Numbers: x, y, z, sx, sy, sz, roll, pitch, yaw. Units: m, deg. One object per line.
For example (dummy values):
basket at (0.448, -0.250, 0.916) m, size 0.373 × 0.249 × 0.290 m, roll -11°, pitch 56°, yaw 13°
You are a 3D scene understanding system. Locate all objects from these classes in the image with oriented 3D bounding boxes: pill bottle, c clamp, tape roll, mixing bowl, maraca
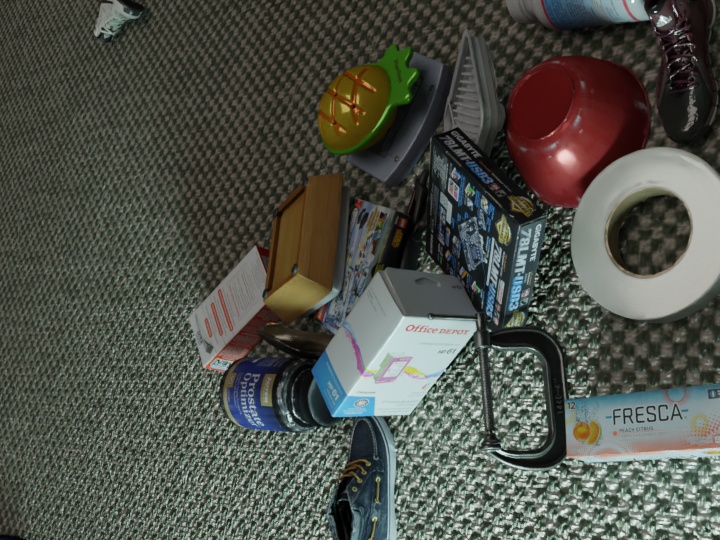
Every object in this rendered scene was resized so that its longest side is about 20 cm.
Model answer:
pill bottle at (-0.117, 0.190, 1.366) m, size 0.197 × 0.111 × 0.114 m, roll -5°, pitch 72°, yaw 43°
c clamp at (0.175, 0.145, 1.086) m, size 0.027 × 0.167 × 0.204 m, roll 119°, pitch 145°, yaw -69°
tape roll at (0.342, -0.041, 1.042) m, size 0.200 × 0.037 × 0.208 m, roll -10°, pitch 74°, yaw 38°
mixing bowl at (0.256, -0.194, 1.140) m, size 0.198 × 0.107 × 0.205 m, roll -17°, pitch 64°, yaw 40°
pill bottle at (0.292, -0.375, 1.164) m, size 0.198 × 0.108 × 0.111 m, roll 7°, pitch 81°, yaw 44°
maraca at (0.011, -0.257, 1.349) m, size 0.199 × 0.106 × 0.139 m, roll -35°, pitch 54°, yaw 30°

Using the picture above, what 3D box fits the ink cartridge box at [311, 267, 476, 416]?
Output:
ink cartridge box at (0.046, 0.100, 1.186) m, size 0.202 × 0.142 × 0.085 m, roll -57°, pitch 45°, yaw 32°

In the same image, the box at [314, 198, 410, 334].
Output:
box at (0.000, 0.000, 1.336) m, size 0.137 × 0.039 × 0.204 m, roll 26°, pitch 97°, yaw 64°

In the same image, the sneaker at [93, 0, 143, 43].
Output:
sneaker at (-0.575, -0.589, 2.114) m, size 0.200 × 0.074 × 0.118 m, roll 36°, pitch 110°, yaw 52°

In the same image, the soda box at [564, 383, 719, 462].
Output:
soda box at (0.325, 0.170, 0.980) m, size 0.197 × 0.063 × 0.070 m, roll -13°, pitch 67°, yaw 40°

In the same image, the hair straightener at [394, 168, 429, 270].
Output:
hair straightener at (0.093, -0.062, 1.307) m, size 0.076 × 0.041 × 0.204 m, roll 17°, pitch 84°, yaw 45°

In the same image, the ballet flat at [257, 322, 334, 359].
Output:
ballet flat at (-0.086, 0.110, 1.400) m, size 0.197 × 0.067 × 0.047 m, roll 10°, pitch 68°, yaw 43°

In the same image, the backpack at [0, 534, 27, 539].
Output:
backpack at (-0.775, 0.616, 1.822) m, size 0.198 × 0.166 × 0.166 m, roll -10°, pitch 63°, yaw 45°

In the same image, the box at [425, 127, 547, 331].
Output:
box at (0.154, -0.046, 1.149) m, size 0.199 × 0.049 × 0.203 m, roll 51°, pitch 153°, yaw 40°

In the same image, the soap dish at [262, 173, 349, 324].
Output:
soap dish at (-0.086, -0.037, 1.396) m, size 0.157 × 0.080 × 0.204 m, roll -35°, pitch 44°, yaw 53°

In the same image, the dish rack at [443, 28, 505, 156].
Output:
dish rack at (0.155, -0.205, 1.216) m, size 0.201 × 0.042 × 0.175 m, roll 97°, pitch 171°, yaw -58°

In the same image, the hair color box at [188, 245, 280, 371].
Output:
hair color box at (-0.203, 0.068, 1.526) m, size 0.200 × 0.063 × 0.112 m, roll -43°, pitch 52°, yaw 23°

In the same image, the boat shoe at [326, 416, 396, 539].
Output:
boat shoe at (0.000, 0.289, 1.234) m, size 0.070 × 0.090 × 0.204 m, roll -24°, pitch 60°, yaw 35°

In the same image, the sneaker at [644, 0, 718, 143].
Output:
sneaker at (0.366, -0.259, 1.049) m, size 0.075 × 0.114 × 0.205 m, roll -9°, pitch 70°, yaw 41°

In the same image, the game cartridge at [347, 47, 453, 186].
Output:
game cartridge at (0.064, -0.238, 1.391) m, size 0.133 × 0.040 × 0.203 m, roll 36°, pitch 102°, yaw 48°
